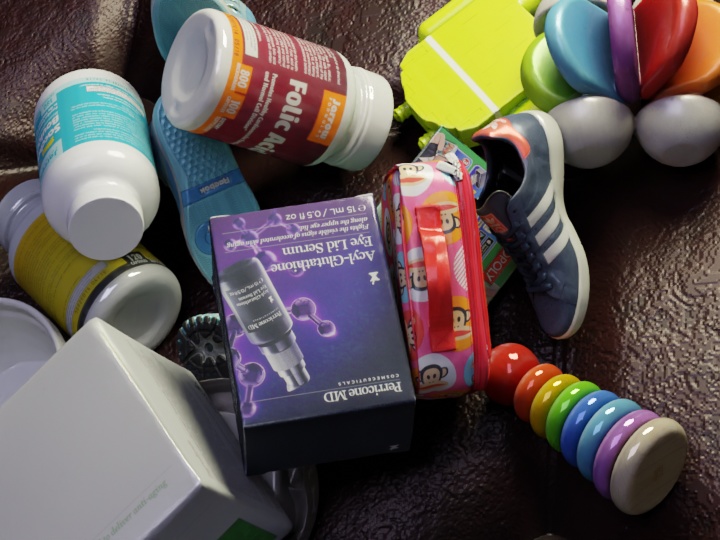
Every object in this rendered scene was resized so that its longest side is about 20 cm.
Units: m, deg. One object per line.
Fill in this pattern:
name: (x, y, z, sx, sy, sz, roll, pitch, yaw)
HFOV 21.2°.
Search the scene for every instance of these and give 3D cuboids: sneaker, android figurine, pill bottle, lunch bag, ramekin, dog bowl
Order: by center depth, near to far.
lunch bag: (0.062, 0.007, 1.624, 0.081, 0.176, 0.202, -5, 85, -3)
sneaker: (0.139, -0.036, 1.675, 0.075, 0.084, 0.202, -15, 87, 55)
dog bowl: (-0.125, 0.200, 1.710, 0.198, 0.059, 0.202, -10, 66, 24)
sneaker: (-0.067, 0.064, 1.747, 0.198, 0.086, 0.079, 8, 104, 32)
pill bottle: (-0.075, -0.163, 1.800, 0.114, 0.198, 0.115, -28, 55, 50)
pill bottle: (-0.247, -0.095, 1.803, 0.110, 0.111, 0.201, -28, 37, 7)
ramekin: (-0.346, 0.138, 1.826, 0.198, 0.105, 0.202, -11, 59, 18)
android figurine: (0.121, -0.194, 1.836, 0.200, 0.041, 0.182, -40, 56, -3)
pill bottle: (-0.271, -0.005, 1.864, 0.112, 0.112, 0.200, -47, 56, -5)
sneaker: (-0.154, -0.077, 1.881, 0.079, 0.130, 0.202, -15, 91, -13)
sneaker: (-0.154, -0.244, 1.888, 0.079, 0.200, 0.131, -24, 48, 7)

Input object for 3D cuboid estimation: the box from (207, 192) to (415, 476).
box: (-0.042, 0.054, 1.612, 0.146, 0.105, 0.202, -9, 62, -7)

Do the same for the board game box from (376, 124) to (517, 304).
board game box: (0.062, -0.010, 1.729, 0.134, 0.029, 0.201, 39, 81, -1)

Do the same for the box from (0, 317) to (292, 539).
box: (-0.207, 0.192, 1.618, 0.199, 0.171, 0.200, -43, 57, 6)

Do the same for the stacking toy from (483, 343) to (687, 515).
stacking toy: (0.176, 0.123, 1.623, 0.199, 0.085, 0.086, 31, 79, 38)

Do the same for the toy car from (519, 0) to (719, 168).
toy car: (0.241, -0.193, 1.700, 0.198, 0.150, 0.177, -1, 63, 1)
